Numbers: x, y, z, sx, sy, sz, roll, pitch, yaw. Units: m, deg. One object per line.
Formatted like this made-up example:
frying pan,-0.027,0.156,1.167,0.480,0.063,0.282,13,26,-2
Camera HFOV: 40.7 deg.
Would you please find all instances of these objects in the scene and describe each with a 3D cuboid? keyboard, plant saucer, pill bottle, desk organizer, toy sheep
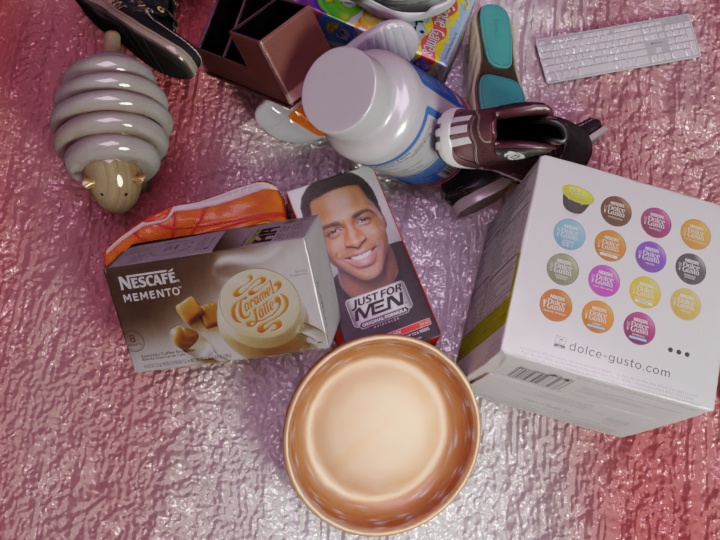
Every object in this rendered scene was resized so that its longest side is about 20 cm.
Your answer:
keyboard,0.308,-0.265,1.157,0.198,0.011,0.057,-12,74,-8
plant saucer,0.020,0.159,0.955,0.198,0.037,0.202,-2,98,-12
pill bottle,0.028,-0.155,0.971,0.111,0.200,0.113,-5,80,30
desk organizer,-0.109,-0.239,1.015,0.072,0.077,0.200,-40,37,-15
toy sheep,-0.258,-0.155,1.007,0.137,0.138,0.202,-8,74,-8

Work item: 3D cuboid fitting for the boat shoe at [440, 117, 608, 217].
boat shoe,0.178,-0.128,1.074,0.199,0.074,0.061,-28,82,-4

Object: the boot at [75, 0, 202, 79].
boot,-0.208,-0.304,1.062,0.200,0.073,0.151,35,76,33

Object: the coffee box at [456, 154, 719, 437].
coffee box,0.224,0.033,0.958,0.198,0.200,0.199,16,72,-2

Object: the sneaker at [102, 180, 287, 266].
sneaker,-0.169,-0.033,1.012,0.198,0.073,0.078,-18,86,-7

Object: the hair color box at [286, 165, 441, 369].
hair color box,0.000,0.000,1.021,0.101,0.061,0.201,-20,75,-10

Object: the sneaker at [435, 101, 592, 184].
sneaker,0.180,-0.123,0.947,0.199,0.115,0.076,-2,91,-33

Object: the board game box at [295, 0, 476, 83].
board game box,0.016,-0.282,1.086,0.199,0.105,0.104,23,72,3

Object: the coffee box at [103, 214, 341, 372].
coffee box,-0.130,0.022,0.938,0.198,0.080,0.115,-7,109,11

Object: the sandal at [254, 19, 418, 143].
sandal,-0.024,-0.212,1.049,0.206,0.079,0.060,-30,42,25

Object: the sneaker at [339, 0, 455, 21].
sneaker,0.009,-0.322,0.983,0.198,0.114,0.076,15,73,0

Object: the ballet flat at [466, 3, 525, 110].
ballet flat,0.146,-0.207,1.086,0.069,0.070,0.201,6,60,-3
